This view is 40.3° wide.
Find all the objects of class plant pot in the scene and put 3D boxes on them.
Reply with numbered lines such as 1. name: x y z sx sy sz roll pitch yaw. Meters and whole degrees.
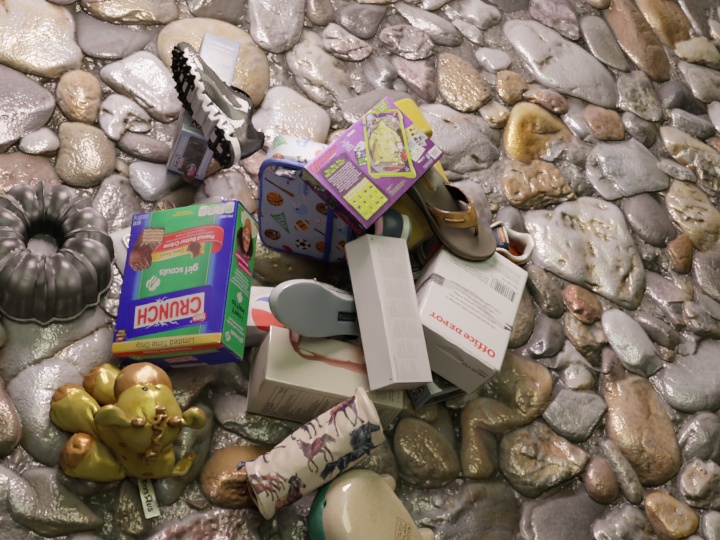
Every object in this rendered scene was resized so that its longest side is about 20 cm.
1. plant pot: 0.052 -0.129 1.521 0.200 0.200 0.190 -33 87 -36

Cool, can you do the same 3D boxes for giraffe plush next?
1. giraffe plush: -0.274 0.182 1.191 0.171 0.163 0.201 -26 73 -35

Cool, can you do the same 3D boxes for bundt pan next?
1. bundt pan: -0.421 -0.035 1.306 0.198 0.076 0.205 10 58 -16

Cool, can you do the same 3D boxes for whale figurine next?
1. whale figurine: 0.013 0.345 1.283 0.199 0.103 0.161 35 48 -33

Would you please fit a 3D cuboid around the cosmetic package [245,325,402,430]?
1. cosmetic package: -0.049 0.155 1.352 0.197 0.104 0.089 15 54 -18

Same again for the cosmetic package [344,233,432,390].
1. cosmetic package: 0.037 0.057 1.323 0.082 0.050 0.204 7 68 -49

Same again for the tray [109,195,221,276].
1. tray: -0.262 -0.042 1.424 0.198 0.022 0.108 -25 72 -34

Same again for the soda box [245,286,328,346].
1. soda box: -0.139 0.066 1.386 0.197 0.068 0.064 4 59 -23

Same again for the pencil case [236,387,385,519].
1. pencil case: -0.058 0.230 1.260 0.198 0.078 0.090 -32 34 -6

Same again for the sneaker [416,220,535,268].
1. sneaker: 0.191 -0.041 1.599 0.196 0.080 0.080 1 61 -22

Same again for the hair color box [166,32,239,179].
1. hair color box: -0.240 -0.253 1.504 0.060 0.099 0.203 17 55 -15

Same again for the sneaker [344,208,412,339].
1. sneaker: 0.000 0.000 1.429 0.081 0.203 0.070 19 9 -26

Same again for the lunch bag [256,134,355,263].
1. lunch bag: -0.069 -0.101 1.428 0.157 0.202 0.076 16 51 4

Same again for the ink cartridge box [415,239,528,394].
1. ink cartridge box: 0.149 0.056 1.439 0.143 0.084 0.202 32 48 -8

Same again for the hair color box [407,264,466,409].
1. hair color box: 0.094 0.097 1.478 0.098 0.061 0.202 -11 66 -31

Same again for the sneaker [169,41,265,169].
1. sneaker: -0.201 -0.241 1.405 0.090 0.066 0.202 -21 75 -37

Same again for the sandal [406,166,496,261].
1. sandal: 0.132 -0.096 1.424 0.082 0.054 0.201 -43 101 -35

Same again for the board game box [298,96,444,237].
1. board game box: 0.018 -0.147 1.355 0.120 0.032 0.200 46 54 -1

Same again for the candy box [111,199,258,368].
1. candy box: -0.229 0.021 1.294 0.166 0.077 0.204 -6 66 21

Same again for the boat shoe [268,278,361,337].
1. boat shoe: -0.059 0.046 1.338 0.200 0.085 0.076 7 96 -43
